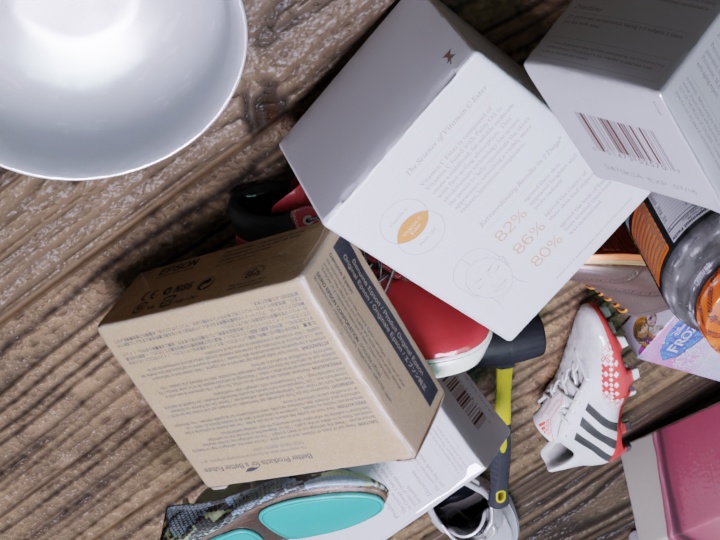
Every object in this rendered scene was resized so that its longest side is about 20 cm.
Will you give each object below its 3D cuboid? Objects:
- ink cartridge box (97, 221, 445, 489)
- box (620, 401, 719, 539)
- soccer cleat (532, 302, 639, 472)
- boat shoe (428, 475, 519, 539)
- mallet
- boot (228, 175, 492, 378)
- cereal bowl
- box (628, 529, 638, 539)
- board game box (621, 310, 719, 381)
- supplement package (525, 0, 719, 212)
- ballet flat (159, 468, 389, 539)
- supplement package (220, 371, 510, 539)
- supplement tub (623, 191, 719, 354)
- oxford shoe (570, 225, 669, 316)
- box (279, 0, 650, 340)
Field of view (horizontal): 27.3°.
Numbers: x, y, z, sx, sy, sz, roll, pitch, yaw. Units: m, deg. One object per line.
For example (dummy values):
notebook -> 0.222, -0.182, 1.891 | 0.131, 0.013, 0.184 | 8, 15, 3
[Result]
ink cartridge box -> -0.064, 0.065, 1.070 | 0.199, 0.075, 0.165 | -13, 120, 35
box -> 0.357, 0.187, 1.342 | 0.200, 0.110, 0.128 | -31, 139, 32
soccer cleat -> 0.189, 0.107, 1.282 | 0.085, 0.069, 0.201 | -18, 140, -6
boat shoe -> 0.094, 0.221, 1.358 | 0.073, 0.066, 0.200 | -32, 133, 13
mallet -> 0.112, 0.124, 1.267 | 0.065, 0.041, 0.201 | -2, 121, -14
boot -> 0.000, 0.000, 1.079 | 0.199, 0.073, 0.145 | 10, 132, 11
cereal bowl -> -0.172, -0.155, 0.907 | 0.199, 0.084, 0.201 | -8, 134, -9
box -> 0.386, 0.368, 1.494 | 0.170, 0.200, 0.201 | -17, 135, 0
board game box -> 0.359, 0.017, 1.264 | 0.199, 0.041, 0.200 | 15, 127, -29
supplement package -> 0.222, -0.156, 0.932 | 0.200, 0.117, 0.117 | -52, 129, -13
ballet flat -> -0.072, 0.176, 1.132 | 0.199, 0.075, 0.074 | -21, 136, 18
supplement package -> 0.003, 0.152, 1.200 | 0.200, 0.117, 0.117 | -37, 89, 18
supplement tub -> 0.255, -0.040, 1.067 | 0.122, 0.201, 0.123 | -9, 135, -9
oxford shoe -> 0.201, 0.004, 1.163 | 0.199, 0.071, 0.073 | 3, 117, -5
box -> 0.073, -0.071, 1.031 | 0.200, 0.107, 0.152 | 32, 107, -37
